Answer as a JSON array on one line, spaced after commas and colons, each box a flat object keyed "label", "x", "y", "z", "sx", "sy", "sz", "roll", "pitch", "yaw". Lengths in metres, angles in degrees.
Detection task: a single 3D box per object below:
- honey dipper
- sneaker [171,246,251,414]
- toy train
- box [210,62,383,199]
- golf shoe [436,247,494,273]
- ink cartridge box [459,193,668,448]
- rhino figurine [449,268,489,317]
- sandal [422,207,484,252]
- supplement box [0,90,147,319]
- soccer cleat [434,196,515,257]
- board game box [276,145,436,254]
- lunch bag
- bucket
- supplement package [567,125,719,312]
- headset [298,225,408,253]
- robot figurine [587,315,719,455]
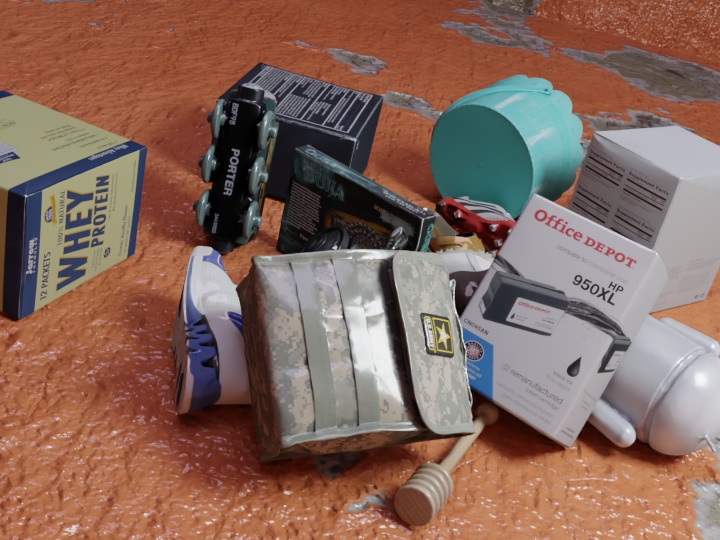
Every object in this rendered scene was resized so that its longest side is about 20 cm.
[{"label": "honey dipper", "x": 0.088, "y": 0.167, "z": 0.875, "sx": 0.038, "sy": 0.038, "sz": 0.200, "roll": 24, "pitch": 26, "yaw": 20}, {"label": "sneaker", "x": -0.119, "y": 0.067, "z": 0.929, "sx": 0.114, "sy": 0.081, "sz": 0.200, "roll": 9, "pitch": 34, "yaw": -18}, {"label": "toy train", "x": -0.143, "y": -0.123, "z": 1.146, "sx": 0.084, "sy": 0.202, "sz": 0.114, "roll": 12, "pitch": 12, "yaw": 3}, {"label": "box", "x": -0.089, "y": -0.189, "z": 1.363, "sx": 0.196, "sy": 0.124, "sz": 0.200, "roll": 16, "pitch": 29, "yaw": 6}, {"label": "golf shoe", "x": 0.151, "y": 0.038, "z": 1.107, "sx": 0.198, "sy": 0.079, "sz": 0.097, "roll": 18, "pitch": 35, "yaw": 12}, {"label": "ink cartridge box", "x": 0.188, "y": 0.048, "z": 0.949, "sx": 0.144, "sy": 0.201, "sz": 0.084, "roll": 30, "pitch": -2, "yaw": 28}, {"label": "rhino figurine", "x": 0.126, "y": 0.040, "z": 1.048, "sx": 0.198, "sy": 0.088, "sz": 0.060, "roll": -15, "pitch": -11, "yaw": 3}, {"label": "sandal", "x": 0.123, "y": -0.032, "z": 1.237, "sx": 0.080, "sy": 0.054, "sz": 0.200, "roll": -6, "pitch": 39, "yaw": -32}, {"label": "supplement box", "x": -0.366, "y": -0.078, "z": 1.009, "sx": 0.198, "sy": 0.135, "sz": 0.200, "roll": 22, "pitch": 28, "yaw": 15}, {"label": "soccer cleat", "x": 0.187, "y": -0.052, "z": 1.300, "sx": 0.199, "sy": 0.069, "sz": 0.085, "roll": 29, "pitch": 34, "yaw": 35}, {"label": "board game box", "x": -0.010, "y": -0.044, "z": 1.114, "sx": 0.199, "sy": 0.136, "sz": 0.028, "roll": 32, "pitch": 32, "yaw": 30}, {"label": "lunch bag", "x": 0.005, "y": 0.071, "z": 0.837, "sx": 0.198, "sy": 0.118, "sz": 0.166, "roll": -4, "pitch": 73, "yaw": -19}, {"label": "bucket", "x": 0.206, "y": -0.170, "z": 1.391, "sx": 0.206, "sy": 0.209, "sz": 0.134, "roll": 30, "pitch": 37, "yaw": 28}, {"label": "supplement package", "x": 0.386, "y": -0.069, "z": 1.276, "sx": 0.190, "sy": 0.202, "sz": 0.147, "roll": -9, "pitch": 35, "yaw": -38}, {"label": "headset", "x": 0.000, "y": 0.000, "z": 1.000, "sx": 0.123, "sy": 0.094, "sz": 0.200, "roll": 42, "pitch": -9, "yaw": -3}, {"label": "robot figurine", "x": 0.295, "y": 0.111, "z": 0.988, "sx": 0.169, "sy": 0.114, "sz": 0.199, "roll": -39, "pitch": 52, "yaw": -23}]
